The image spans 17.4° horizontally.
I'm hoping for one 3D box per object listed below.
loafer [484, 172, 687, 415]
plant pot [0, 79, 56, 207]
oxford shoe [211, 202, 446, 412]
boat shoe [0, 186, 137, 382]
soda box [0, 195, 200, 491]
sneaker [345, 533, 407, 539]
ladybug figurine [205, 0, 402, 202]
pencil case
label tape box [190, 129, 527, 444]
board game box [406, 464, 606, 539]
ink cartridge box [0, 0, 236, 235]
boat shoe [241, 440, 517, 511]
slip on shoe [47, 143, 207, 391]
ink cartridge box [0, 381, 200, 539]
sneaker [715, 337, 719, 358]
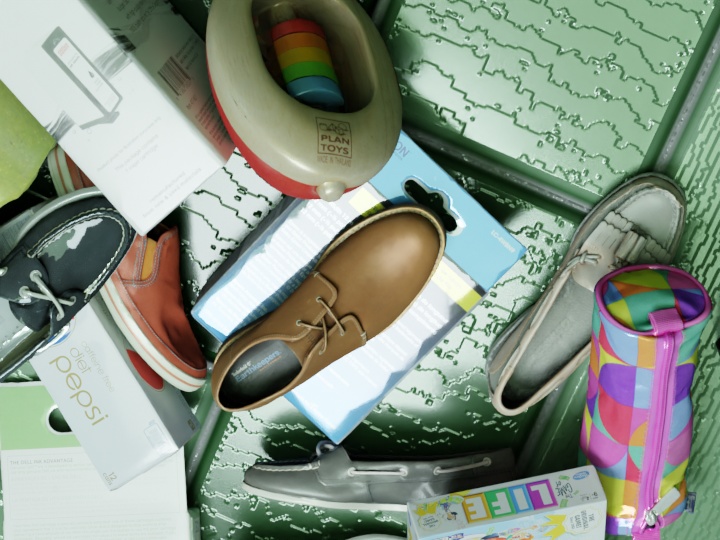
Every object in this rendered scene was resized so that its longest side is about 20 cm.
[{"bbox_3d":[0.159,0.023,1.632,0.072,0.063,0.200,36,108,-6],"label":"loafer"},{"bbox_3d":[-0.309,-0.112,1.590,0.184,0.201,0.200,38,108,-18],"label":"plant pot"},{"bbox_3d":[-0.020,0.033,1.587,0.200,0.071,0.071,-41,98,14],"label":"oxford shoe"},{"bbox_3d":[-0.225,0.023,1.589,0.075,0.060,0.200,37,113,-25],"label":"boat shoe"},{"bbox_3d":[-0.195,0.050,1.665,0.063,0.068,0.201,-30,93,15],"label":"soda box"},{"bbox_3d":[-0.022,0.257,1.739,0.199,0.074,0.119,-3,145,-13],"label":"sneaker"},{"bbox_3d":[-0.043,-0.121,1.557,0.135,0.201,0.072,9,139,-25],"label":"ladybug figurine"},{"bbox_3d":[0.194,0.093,1.615,0.088,0.089,0.201,2,126,6],"label":"pencil case"},{"bbox_3d":[0.000,0.000,1.644,0.143,0.066,0.200,42,105,-8],"label":"label tape box"},{"bbox_3d":[0.102,0.225,1.654,0.133,0.034,0.201,-11,136,-8],"label":"board game box"},{"bbox_3d":[-0.171,-0.141,1.573,0.084,0.146,0.200,-39,100,18],"label":"ink cartridge box"},{"bbox_3d":[0.016,0.144,1.693,0.198,0.067,0.057,7,93,-1],"label":"boat shoe"},{"bbox_3d":[-0.153,-0.007,1.657,0.061,0.074,0.201,-23,99,10],"label":"slip on shoe"},{"bbox_3d":[-0.192,0.181,1.735,0.144,0.048,0.202,-3,87,7],"label":"ink cartridge box"},{"bbox_3d":[0.328,0.041,1.588,0.199,0.073,0.112,-23,104,34],"label":"sneaker"}]
